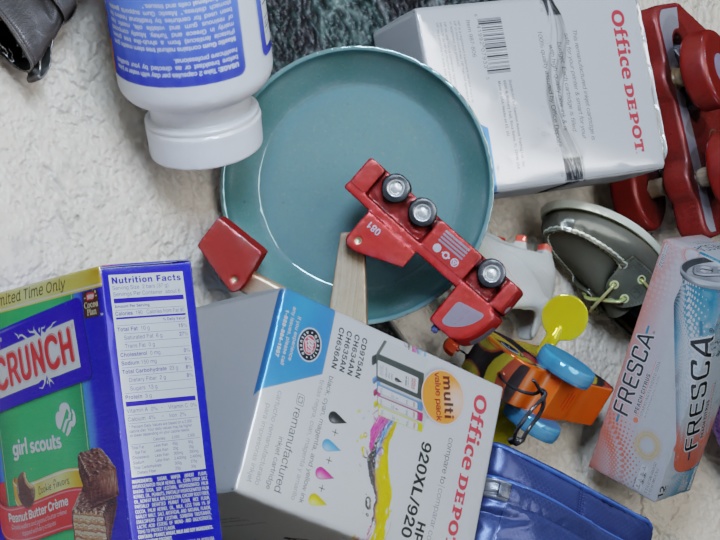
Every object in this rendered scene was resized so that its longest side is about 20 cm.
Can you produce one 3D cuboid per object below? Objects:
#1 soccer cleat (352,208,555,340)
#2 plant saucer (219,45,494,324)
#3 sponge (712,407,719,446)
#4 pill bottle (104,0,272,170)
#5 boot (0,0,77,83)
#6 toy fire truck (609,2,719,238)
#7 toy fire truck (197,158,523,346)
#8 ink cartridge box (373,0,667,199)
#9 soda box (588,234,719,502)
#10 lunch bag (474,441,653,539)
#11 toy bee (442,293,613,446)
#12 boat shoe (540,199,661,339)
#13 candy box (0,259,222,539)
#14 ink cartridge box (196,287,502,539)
[{"bbox_3d":[0.072,-0.001,1.677,0.199,0.069,0.078,17,76,-35],"label":"soccer cleat"},{"bbox_3d":[-0.002,-0.061,1.599,0.198,0.036,0.202,0,91,3],"label":"plant saucer"},{"bbox_3d":[0.334,0.107,1.835,0.112,0.030,0.201,-47,127,-31],"label":"sponge"},{"bbox_3d":[-0.119,-0.176,1.511,0.112,0.112,0.201,-26,123,-36],"label":"pill bottle"},{"bbox_3d":[-0.235,-0.251,1.494,0.200,0.069,0.174,52,56,-20],"label":"boot"},{"bbox_3d":[0.277,-0.122,1.836,0.168,0.111,0.202,-16,92,-61],"label":"toy fire truck"},{"bbox_3d":[0.000,0.000,1.557,0.200,0.049,0.141,41,93,1],"label":"toy fire truck"},{"bbox_3d":[0.124,-0.132,1.705,0.199,0.084,0.146,-8,86,-25],"label":"ink cartridge box"},{"bbox_3d":[0.249,0.077,1.726,0.063,0.068,0.201,-8,119,-53],"label":"soda box"},{"bbox_3d":[0.123,0.209,1.631,0.199,0.135,0.133,28,67,-29],"label":"lunch bag"},{"bbox_3d":[0.123,0.070,1.670,0.108,0.200,0.131,36,81,19],"label":"toy bee"},{"bbox_3d":[0.216,0.014,1.775,0.201,0.072,0.061,36,58,-30],"label":"boat shoe"},{"bbox_3d":[-0.172,0.104,1.414,0.077,0.169,0.202,-2,82,-40],"label":"candy box"},{"bbox_3d":[-0.028,0.122,1.531,0.199,0.144,0.148,25,68,-30],"label":"ink cartridge box"}]
